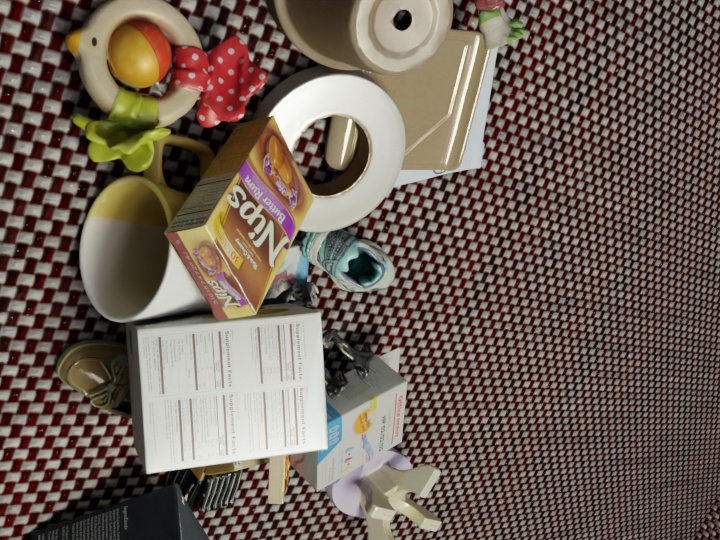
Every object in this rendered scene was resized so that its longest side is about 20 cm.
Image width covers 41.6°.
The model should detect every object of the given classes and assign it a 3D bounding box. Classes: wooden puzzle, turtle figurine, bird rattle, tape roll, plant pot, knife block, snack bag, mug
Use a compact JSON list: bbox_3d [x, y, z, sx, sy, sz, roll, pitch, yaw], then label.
[{"bbox_3d":[0.057,-0.217,1.195,0.197,0.037,0.188,-1,118,-28],"label":"wooden puzzle"},{"bbox_3d":[0.164,-0.376,1.109,0.198,0.144,0.197,-30,111,-16],"label":"turtle figurine"},{"bbox_3d":[-0.200,-0.195,0.941,0.199,0.112,0.165,-37,109,-19],"label":"bird rattle"},{"bbox_3d":[-0.040,-0.143,1.141,0.199,0.037,0.206,-12,122,-19],"label":"tape roll"},{"bbox_3d":[0.013,-0.290,0.993,0.196,0.175,0.204,-11,123,-17],"label":"plant pot"},{"bbox_3d":[-0.202,0.217,1.248,0.063,0.174,0.204,-3,80,-48],"label":"knife block"},{"bbox_3d":[0.100,-0.212,1.271,0.197,0.021,0.192,-15,125,-32],"label":"snack bag"},{"bbox_3d":[-0.193,-0.032,1.037,0.152,0.149,0.188,8,118,-53],"label":"mug"}]

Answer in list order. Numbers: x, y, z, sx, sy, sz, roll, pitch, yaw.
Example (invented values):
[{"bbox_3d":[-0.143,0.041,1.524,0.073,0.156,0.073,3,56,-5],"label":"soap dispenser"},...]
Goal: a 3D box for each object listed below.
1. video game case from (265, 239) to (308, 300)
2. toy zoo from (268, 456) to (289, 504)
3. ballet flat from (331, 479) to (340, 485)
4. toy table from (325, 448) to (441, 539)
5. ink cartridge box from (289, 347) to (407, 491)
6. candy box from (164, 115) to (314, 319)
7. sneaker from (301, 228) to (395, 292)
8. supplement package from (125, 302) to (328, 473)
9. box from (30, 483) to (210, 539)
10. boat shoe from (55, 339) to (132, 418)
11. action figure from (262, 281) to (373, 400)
[{"bbox_3d":[-0.153,0.047,1.213,0.197,0.018,0.146,-17,126,-35],"label":"video game case"},{"bbox_3d":[-0.105,0.223,1.268,0.020,0.200,0.134,2,89,-2],"label":"toy zoo"},{"bbox_3d":[-0.016,0.231,1.430,0.074,0.074,0.202,28,93,-48],"label":"ballet flat"},{"bbox_3d":[0.046,0.368,1.538,0.198,0.117,0.187,10,109,-44],"label":"toy table"},{"bbox_3d":[-0.001,0.202,1.312,0.198,0.068,0.117,-24,132,-34],"label":"ink cartridge box"},{"bbox_3d":[-0.122,-0.059,1.011,0.118,0.056,0.202,63,33,-33],"label":"candy box"},{"bbox_3d":[0.000,0.000,1.264,0.078,0.086,0.199,-59,148,4],"label":"sneaker"},{"bbox_3d":[-0.153,0.123,1.059,0.196,0.151,0.154,-4,93,-19],"label":"supplement package"},{"bbox_3d":[-0.285,0.398,1.198,0.197,0.118,0.199,-19,132,-1],"label":"box"},{"bbox_3d":[-0.266,0.144,1.127,0.200,0.063,0.074,36,92,-39],"label":"boat shoe"},{"bbox_3d":[-0.083,0.081,1.218,0.199,0.102,0.119,39,97,-23],"label":"action figure"}]
